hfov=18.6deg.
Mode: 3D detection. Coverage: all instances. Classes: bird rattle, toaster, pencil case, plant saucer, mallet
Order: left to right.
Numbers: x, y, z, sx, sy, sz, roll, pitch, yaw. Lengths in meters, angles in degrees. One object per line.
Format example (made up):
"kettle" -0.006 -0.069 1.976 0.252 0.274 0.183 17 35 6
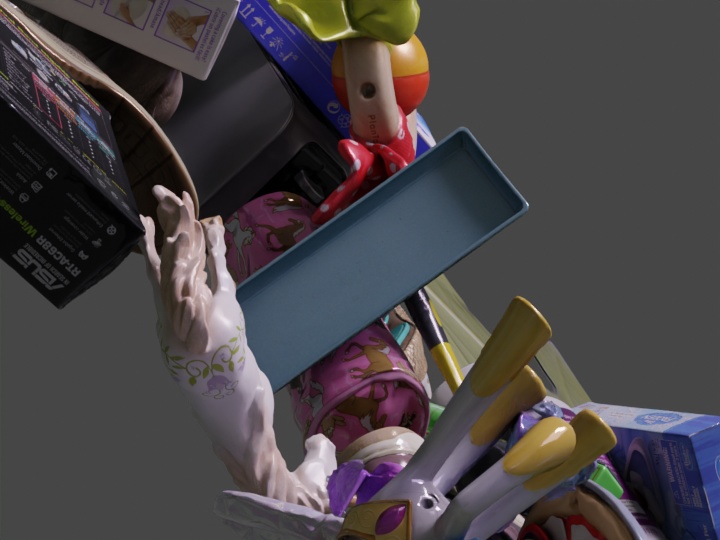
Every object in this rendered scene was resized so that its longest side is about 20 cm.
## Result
"toaster" -0.058 -0.061 1.517 0.181 0.119 0.200 44 9 -38
"pencil case" -0.027 0.039 1.341 0.200 0.082 0.087 58 -5 47
"plant saucer" 0.000 0.000 1.276 0.070 0.200 0.019 53 -5 26
"bird rattle" 0.017 -0.115 1.376 0.163 0.112 0.201 -54 128 -72
"mallet" 0.053 0.054 1.287 0.066 0.041 0.201 30 33 -59

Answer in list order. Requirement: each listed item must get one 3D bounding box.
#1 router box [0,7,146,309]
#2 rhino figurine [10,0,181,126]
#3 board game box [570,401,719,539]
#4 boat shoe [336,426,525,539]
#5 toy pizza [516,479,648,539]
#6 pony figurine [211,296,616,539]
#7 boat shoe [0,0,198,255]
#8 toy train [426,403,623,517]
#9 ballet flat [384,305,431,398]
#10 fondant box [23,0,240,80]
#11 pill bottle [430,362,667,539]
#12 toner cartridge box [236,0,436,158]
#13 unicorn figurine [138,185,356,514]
"router box" -0.199 -0.092 1.073 0.200 0.062 0.150 45 10 -28
"rhino figurine" -0.167 -0.142 1.345 0.060 0.087 0.200 42 11 -45
"board game box" 0.217 0.197 1.541 0.199 0.043 0.201 -1 -74 68
"boat shoe" 0.054 0.163 1.286 0.200 0.072 0.065 47 20 -44
"toy pizza" 0.122 0.212 1.196 0.200 0.032 0.202 172 -90 -70
"pony figurine" 0.016 0.119 0.952 0.167 0.200 0.193 44 -9 15
"boat shoe" -0.168 -0.091 1.232 0.200 0.072 0.065 42 10 -14
"toy train" 0.079 0.121 1.382 0.199 0.057 0.042 18 -24 44
"ballet flat" 0.024 0.068 1.553 0.065 0.070 0.200 52 9 -12
"fondant box" -0.162 -0.197 1.276 0.199 0.058 0.144 22 25 -7
"pill bottle" 0.125 0.159 1.523 0.200 0.112 0.112 55 10 33
"toner cartridge box" -0.029 -0.148 1.492 0.200 0.043 0.095 47 9 -19
"unicorn figurine" -0.064 0.052 1.118 0.200 0.074 0.138 45 18 -52
